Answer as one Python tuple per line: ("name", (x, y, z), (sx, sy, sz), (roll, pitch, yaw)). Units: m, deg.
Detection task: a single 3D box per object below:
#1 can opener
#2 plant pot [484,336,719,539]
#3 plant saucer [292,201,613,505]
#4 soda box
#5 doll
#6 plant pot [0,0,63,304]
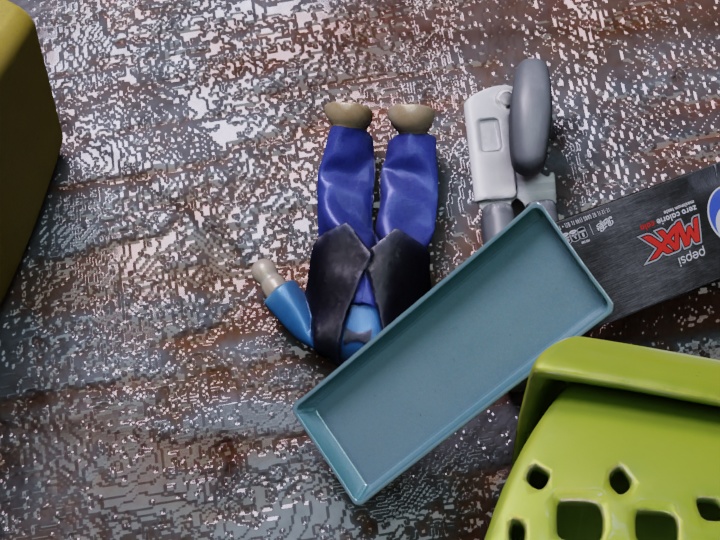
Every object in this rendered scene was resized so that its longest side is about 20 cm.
("can opener", (0.097, -0.028, 0.891), (0.052, 0.067, 0.202), (-4, 74, 0))
("plant pot", (0.156, 0.150, 0.753), (0.198, 0.199, 0.183), (10, 64, 8))
("plant saucer", (0.048, 0.048, 0.800), (0.200, 0.019, 0.070), (-41, 78, 29))
("soda box", (0.168, -0.015, 0.844), (0.198, 0.071, 0.064), (-19, 87, -20))
("doll", (0.000, 0.000, 0.891), (0.135, 0.049, 0.202), (3, 76, 3))
("plant pot", (-0.288, -0.080, 0.869), (0.199, 0.201, 0.177), (27, 64, 13))
